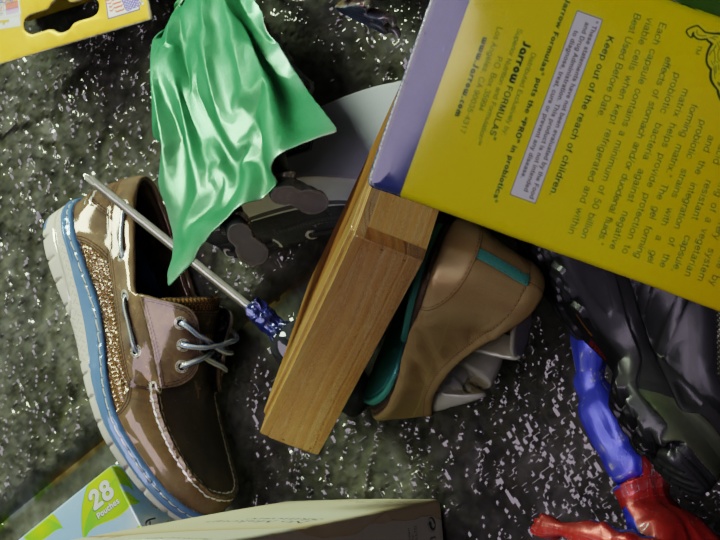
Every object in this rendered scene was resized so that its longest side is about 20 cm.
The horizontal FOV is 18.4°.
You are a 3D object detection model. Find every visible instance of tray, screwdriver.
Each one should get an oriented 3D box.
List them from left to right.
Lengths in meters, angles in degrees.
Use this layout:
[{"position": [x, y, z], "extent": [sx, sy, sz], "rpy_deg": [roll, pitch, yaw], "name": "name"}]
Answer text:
[{"position": [-0.071, 0.007, 1.182], "extent": [0.200, 0.028, 0.029], "rpy_deg": [42, 136, 7], "name": "screwdriver"}, {"position": [0.000, 0.000, 1.067], "extent": [0.037, 0.099, 0.200], "rpy_deg": [21, 147, -4], "name": "tray"}]

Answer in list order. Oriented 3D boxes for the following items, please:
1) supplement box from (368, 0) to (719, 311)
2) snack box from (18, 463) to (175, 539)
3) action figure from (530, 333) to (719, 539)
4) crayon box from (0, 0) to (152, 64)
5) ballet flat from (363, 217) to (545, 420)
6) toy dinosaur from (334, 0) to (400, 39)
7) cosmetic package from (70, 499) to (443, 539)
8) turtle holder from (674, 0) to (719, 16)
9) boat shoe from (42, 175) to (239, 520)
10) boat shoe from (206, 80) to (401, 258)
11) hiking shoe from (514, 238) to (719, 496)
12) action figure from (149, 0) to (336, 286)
[{"position": [0.117, -0.056, 0.910], "extent": [0.200, 0.109, 0.110], "rpy_deg": [20, 98, 2], "name": "supplement box"}, {"position": [-0.128, 0.231, 1.225], "extent": [0.169, 0.068, 0.200], "rpy_deg": [-40, 69, 27], "name": "snack box"}, {"position": [0.115, 0.096, 1.067], "extent": [0.099, 0.065, 0.200], "rpy_deg": [-42, 57, 45], "name": "action figure"}, {"position": [-0.165, -0.222, 1.250], "extent": [0.126, 0.052, 0.200], "rpy_deg": [-11, 84, 32], "name": "crayon box"}, {"position": [0.044, 0.037, 1.073], "extent": [0.063, 0.200, 0.069], "rpy_deg": [21, 70, 0], "name": "ballet flat"}, {"position": [0.026, -0.219, 1.115], "extent": [0.200, 0.105, 0.182], "rpy_deg": [20, 83, 41], "name": "toy dinosaur"}, {"position": [-0.050, 0.157, 1.096], "extent": [0.103, 0.200, 0.073], "rpy_deg": [-5, 87, 31], "name": "cosmetic package"}, {"position": [0.155, -0.165, 1.008], "extent": [0.132, 0.141, 0.186], "rpy_deg": [6, 125, 26], "name": "turtle holder"}, {"position": [-0.109, 0.040, 1.207], "extent": [0.072, 0.072, 0.200], "rpy_deg": [-33, 74, 27], "name": "boat shoe"}, {"position": [-0.008, -0.049, 1.152], "extent": [0.200, 0.057, 0.069], "rpy_deg": [-9, 48, 33], "name": "boat shoe"}, {"position": [0.136, -0.003, 1.007], "extent": [0.101, 0.076, 0.200], "rpy_deg": [-26, 82, -7], "name": "hiking shoe"}, {"position": [-0.068, -0.091, 1.146], "extent": [0.118, 0.055, 0.200], "rpy_deg": [-38, 42, 18], "name": "action figure"}]
